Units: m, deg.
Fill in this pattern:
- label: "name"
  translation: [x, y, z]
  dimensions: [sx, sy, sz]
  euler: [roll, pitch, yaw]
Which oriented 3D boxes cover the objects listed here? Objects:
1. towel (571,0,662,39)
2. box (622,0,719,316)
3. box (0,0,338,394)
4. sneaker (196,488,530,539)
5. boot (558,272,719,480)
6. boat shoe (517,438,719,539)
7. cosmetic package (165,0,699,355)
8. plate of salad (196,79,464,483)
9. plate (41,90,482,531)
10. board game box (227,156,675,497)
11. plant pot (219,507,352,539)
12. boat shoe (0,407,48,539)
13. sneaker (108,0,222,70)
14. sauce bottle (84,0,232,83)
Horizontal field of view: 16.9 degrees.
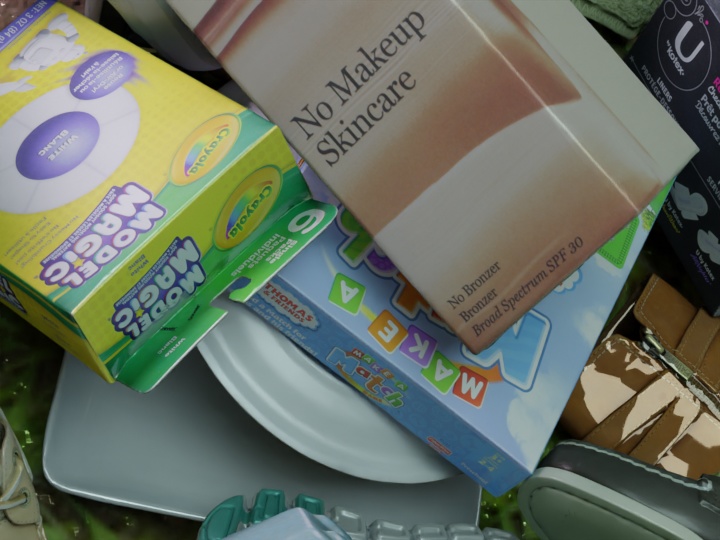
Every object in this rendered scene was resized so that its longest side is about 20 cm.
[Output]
- label: "towel"
  translation: [0.116, -0.222, 1.170]
  dimensions: [0.147, 0.037, 0.201]
  euler: [17, 109, -13]
- label: "box"
  translation: [0.237, -0.078, 1.156]
  dimensions: [0.199, 0.115, 0.133]
  euler: [-14, 63, -29]
- label: "box"
  translation: [-0.109, -0.033, 0.994]
  dimensions: [0.117, 0.049, 0.199]
  euler: [-43, 47, -17]
- label: "sneaker"
  translation: [0.019, 0.157, 1.030]
  dimensions: [0.198, 0.092, 0.078]
  euler: [15, 31, -8]
- label: "boot"
  translation: [0.144, 0.106, 1.097]
  dimensions: [0.155, 0.077, 0.200]
  euler: [40, 62, -3]
- label: "boat shoe"
  translation: [0.162, 0.122, 1.025]
  dimensions: [0.200, 0.072, 0.061]
  euler: [29, 59, -3]
- label: "cosmetic package"
  translation: [0.026, -0.081, 0.968]
  dimensions: [0.200, 0.103, 0.087]
  euler: [48, 31, 2]
- label: "plate of salad"
  translation: [0.000, 0.000, 1.064]
  dimensions: [0.199, 0.048, 0.202]
  euler: [14, 61, -26]
- label: "plate"
  translation: [-0.033, 0.028, 1.085]
  dimensions: [0.198, 0.032, 0.201]
  euler: [16, 67, -15]
- label: "board game box"
  translation: [0.047, -0.026, 1.052]
  dimensions: [0.151, 0.037, 0.201]
  euler: [37, 55, -10]
- label: "plant pot"
  translation: [-0.038, 0.201, 0.890]
  dimensions: [0.196, 0.196, 0.200]
  euler: [42, 87, -2]
- label: "boat shoe"
  translation: [-0.169, 0.087, 0.994]
  dimensions: [0.072, 0.065, 0.201]
  euler: [-19, 78, -25]
- label: "sneaker"
  translation: [-0.137, -0.164, 1.041]
  dimensions: [0.201, 0.115, 0.074]
  euler: [58, 40, -22]
- label: "sauce bottle"
  translation: [-0.027, -0.111, 1.121]
  dimensions: [0.198, 0.066, 0.067]
  euler: [8, 68, -20]
